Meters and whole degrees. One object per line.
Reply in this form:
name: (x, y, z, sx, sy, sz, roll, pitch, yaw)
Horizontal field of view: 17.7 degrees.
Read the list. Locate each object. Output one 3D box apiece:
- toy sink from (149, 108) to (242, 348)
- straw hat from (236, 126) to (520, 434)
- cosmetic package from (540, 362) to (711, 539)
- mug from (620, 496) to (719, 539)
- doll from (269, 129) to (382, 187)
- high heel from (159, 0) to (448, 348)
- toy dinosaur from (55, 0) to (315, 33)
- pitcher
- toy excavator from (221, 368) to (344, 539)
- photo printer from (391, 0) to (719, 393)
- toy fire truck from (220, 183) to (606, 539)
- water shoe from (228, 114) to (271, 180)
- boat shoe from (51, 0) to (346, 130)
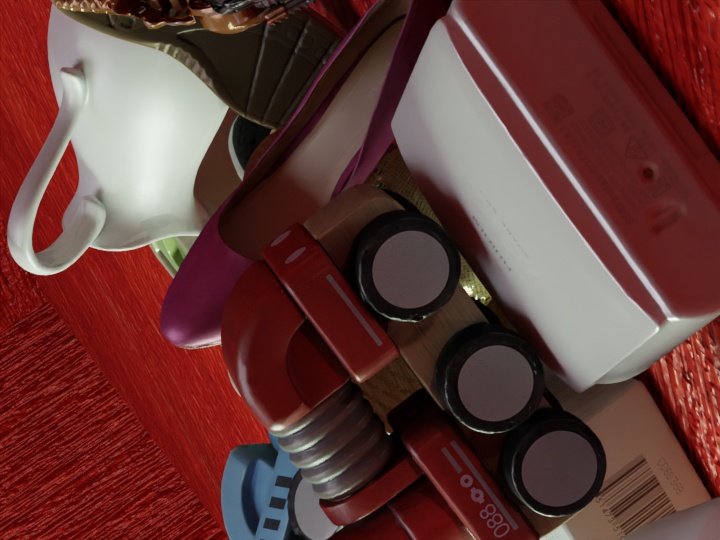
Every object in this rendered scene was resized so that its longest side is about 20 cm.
toy sink: (-0.073, -0.016, 1.588, 0.200, 0.112, 0.131, 48, 167, 35)
straw hat: (0.036, -0.019, 1.164, 0.085, 0.201, 0.201, -43, 77, 37)
cosmetic package: (0.107, 0.107, 1.248, 0.113, 0.081, 0.200, 58, 168, -14)
mug: (0.192, 0.157, 0.985, 0.153, 0.186, 0.150, 114, 155, -66)
doll: (0.000, 0.000, 1.245, 0.049, 0.136, 0.200, 100, 158, -46)
high heel: (-0.028, -0.051, 1.087, 0.067, 0.200, 0.096, 45, 171, 30)
toy dinosaur: (-0.051, -0.153, 1.041, 0.199, 0.136, 0.102, 7, 128, 17)
pitcher: (-0.150, -0.103, 1.431, 0.121, 0.171, 0.201, 23, 122, 26)
toy excavator: (-0.034, 0.091, 1.269, 0.200, 0.100, 0.195, 30, 111, 43)
photo printer: (0.084, -0.033, 0.989, 0.167, 0.069, 0.200, 55, 168, 6)
toy fire truck: (-0.016, 0.080, 1.068, 0.176, 0.200, 0.129, 53, 178, -14)
water shoe: (-0.013, -0.033, 1.395, 0.200, 0.071, 0.079, 47, 167, 41)
boat shoe: (-0.076, -0.138, 1.271, 0.199, 0.072, 0.065, 24, -156, -7)
